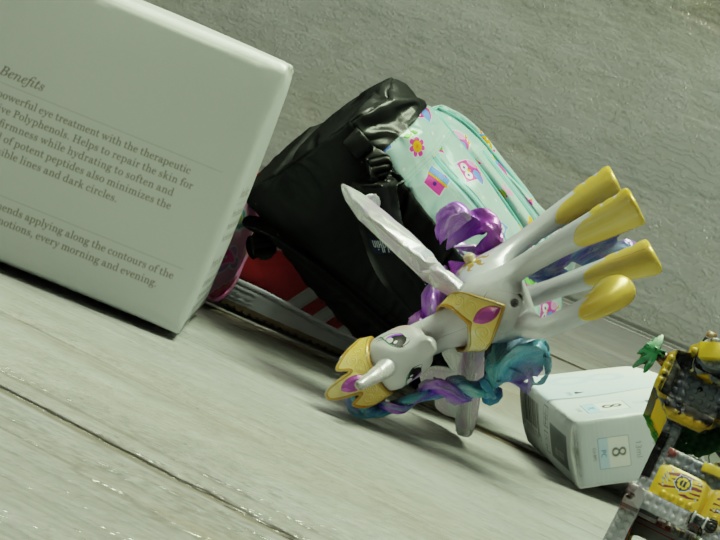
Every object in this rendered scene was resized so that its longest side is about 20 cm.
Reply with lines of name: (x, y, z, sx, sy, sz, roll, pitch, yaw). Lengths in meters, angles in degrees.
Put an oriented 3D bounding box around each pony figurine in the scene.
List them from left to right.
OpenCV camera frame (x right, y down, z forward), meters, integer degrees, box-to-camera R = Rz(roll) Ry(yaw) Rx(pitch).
pony figurine: (0.068, 0.012, 1.622, 0.167, 0.200, 0.193, 63, 3, -9)

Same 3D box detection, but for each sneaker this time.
sneaker: (0.000, 0.000, 1.904, 0.200, 0.113, 0.071, 22, 4, 11)

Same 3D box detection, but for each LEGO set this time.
LEGO set: (0.177, 0.102, 1.099, 0.200, 0.154, 0.116, 34, -21, 12)

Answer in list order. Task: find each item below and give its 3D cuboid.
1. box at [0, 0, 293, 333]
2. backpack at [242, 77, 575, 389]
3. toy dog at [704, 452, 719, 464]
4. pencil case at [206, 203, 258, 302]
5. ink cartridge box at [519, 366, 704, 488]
box: (-0.160, -0.081, 1.693, 0.199, 0.171, 0.200, 22, 4, -1)
backpack: (0.041, -0.018, 1.805, 0.200, 0.127, 0.167, 48, -33, -9)
toy dog: (0.251, 0.149, 1.361, 0.200, 0.132, 0.096, 15, 34, 12)
pencil case: (-0.164, -0.050, 1.887, 0.200, 0.088, 0.087, 22, 3, 21)
ink cartridge box: (0.211, 0.086, 1.745, 0.200, 0.047, 0.160, -8, 7, -7)
